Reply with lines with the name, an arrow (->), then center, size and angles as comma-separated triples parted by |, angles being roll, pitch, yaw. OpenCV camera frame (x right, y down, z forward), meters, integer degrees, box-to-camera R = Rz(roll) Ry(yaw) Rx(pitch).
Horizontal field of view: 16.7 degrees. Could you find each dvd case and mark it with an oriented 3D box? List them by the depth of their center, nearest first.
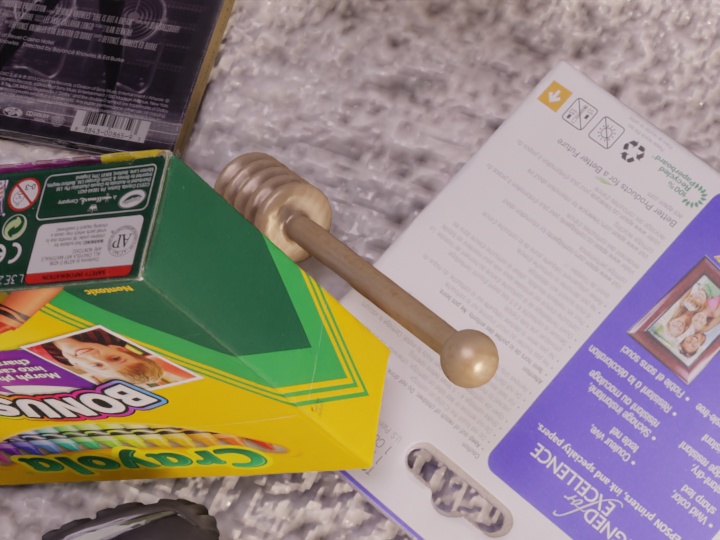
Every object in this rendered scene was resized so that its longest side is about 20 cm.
dvd case -> -0.124, -0.149, 1.153 | 0.148, 0.016, 0.201 | 10, 69, 19

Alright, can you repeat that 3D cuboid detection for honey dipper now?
honey dipper -> 0.000, 0.000, 0.994 | 0.038, 0.038, 0.200 | -43, 37, -9

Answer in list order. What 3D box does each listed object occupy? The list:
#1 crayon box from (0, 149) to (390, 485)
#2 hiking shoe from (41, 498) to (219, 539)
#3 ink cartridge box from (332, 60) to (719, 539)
crayon box -> -0.116, 0.026, 0.955 | 0.199, 0.173, 0.059 | -5, 60, 30
hiking shoe -> -0.125, 0.176, 0.978 | 0.200, 0.076, 0.101 | -38, 71, 4
ink cartridge box -> 0.089, 0.041, 0.998 | 0.198, 0.043, 0.200 | 39, 80, 27
